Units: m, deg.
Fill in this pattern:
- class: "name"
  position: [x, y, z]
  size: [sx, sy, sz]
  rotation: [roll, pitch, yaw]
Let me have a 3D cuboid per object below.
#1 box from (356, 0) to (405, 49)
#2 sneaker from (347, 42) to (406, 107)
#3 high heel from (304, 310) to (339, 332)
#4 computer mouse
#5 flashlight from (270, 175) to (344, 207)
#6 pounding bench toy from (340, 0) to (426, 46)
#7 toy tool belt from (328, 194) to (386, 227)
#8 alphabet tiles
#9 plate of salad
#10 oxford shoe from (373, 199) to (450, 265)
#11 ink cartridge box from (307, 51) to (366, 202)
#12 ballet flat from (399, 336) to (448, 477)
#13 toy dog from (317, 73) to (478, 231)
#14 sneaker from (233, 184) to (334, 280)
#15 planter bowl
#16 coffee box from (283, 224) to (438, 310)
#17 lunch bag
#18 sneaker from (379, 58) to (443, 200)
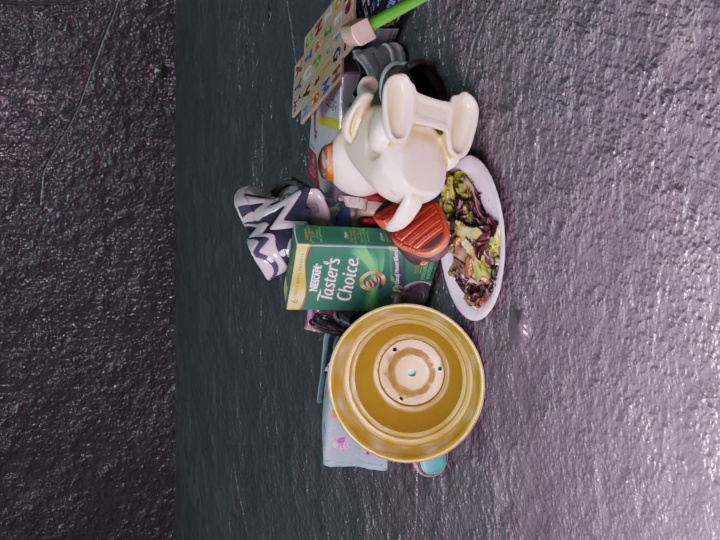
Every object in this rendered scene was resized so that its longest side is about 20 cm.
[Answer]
- class: "box"
  position: [0.032, -0.450, 1.650]
  size: [0.199, 0.049, 0.202]
  rotation: [123, 141, -60]
- class: "sneaker"
  position: [0.016, -0.225, 1.681]
  size: [0.075, 0.081, 0.203]
  rotation: [-149, 58, -68]
- class: "high heel"
  position: [-0.034, 0.048, 1.814]
  size: [0.067, 0.200, 0.097]
  rotation: [10, 89, 27]
- class: "computer mouse"
  position: [0.031, 0.068, 1.636]
  size: [0.139, 0.199, 0.046]
  rotation: [24, 108, 23]
- class: "flashlight"
  position: [-0.068, -0.081, 1.804]
  size: [0.200, 0.067, 0.069]
  rotation: [36, -128, -61]
- class: "pounding bench toy"
  position: [0.056, -0.372, 1.417]
  size: [0.124, 0.154, 0.202]
  rotation: [-136, 46, -63]
- class: "toy tool belt"
  position: [0.001, -0.031, 1.680]
  size: [0.200, 0.123, 0.124]
  rotation: [148, 130, -77]
- class: "alphabet tiles"
  position: [-0.056, -0.321, 1.754]
  size: [0.200, 0.006, 0.168]
  rotation: [-41, 40, 51]
- class: "plate of salad"
  position: [0.126, -0.039, 1.432]
  size: [0.200, 0.047, 0.203]
  rotation: [177, 90, -72]
- class: "oxford shoe"
  position: [0.077, -0.041, 1.444]
  size: [0.073, 0.071, 0.200]
  rotation: [55, 179, -21]
- class: "ink cartridge box"
  position: [-0.020, -0.222, 1.790]
  size: [0.145, 0.082, 0.202]
  rotation: [-130, 41, -61]
- class: "ballet flat"
  position: [0.081, 0.176, 1.581]
  size: [0.067, 0.067, 0.203]
  rotation: [-161, 70, -78]
- class: "toy dog"
  position: [0.036, -0.146, 1.466]
  size: [0.199, 0.138, 0.196]
  rotation: [1, 91, 59]
- class: "sneaker"
  position: [-0.101, -0.080, 1.652]
  size: [0.080, 0.129, 0.200]
  rotation: [61, -177, -29]
- class: "planter bowl"
  position: [0.062, 0.137, 1.501]
  size: [0.083, 0.198, 0.203]
  rotation: [-34, -57, -79]
- class: "coffee box"
  position: [0.000, 0.000, 1.577]
  size: [0.044, 0.198, 0.124]
  rotation: [-101, 19, -46]
- class: "lunch bag"
  position: [-0.002, 0.168, 1.751]
  size: [0.201, 0.120, 0.172]
  rotation: [-89, 5, -52]
- class: "sneaker"
  position: [0.066, -0.185, 1.553]
  size: [0.115, 0.075, 0.203]
  rotation: [178, 90, -69]
